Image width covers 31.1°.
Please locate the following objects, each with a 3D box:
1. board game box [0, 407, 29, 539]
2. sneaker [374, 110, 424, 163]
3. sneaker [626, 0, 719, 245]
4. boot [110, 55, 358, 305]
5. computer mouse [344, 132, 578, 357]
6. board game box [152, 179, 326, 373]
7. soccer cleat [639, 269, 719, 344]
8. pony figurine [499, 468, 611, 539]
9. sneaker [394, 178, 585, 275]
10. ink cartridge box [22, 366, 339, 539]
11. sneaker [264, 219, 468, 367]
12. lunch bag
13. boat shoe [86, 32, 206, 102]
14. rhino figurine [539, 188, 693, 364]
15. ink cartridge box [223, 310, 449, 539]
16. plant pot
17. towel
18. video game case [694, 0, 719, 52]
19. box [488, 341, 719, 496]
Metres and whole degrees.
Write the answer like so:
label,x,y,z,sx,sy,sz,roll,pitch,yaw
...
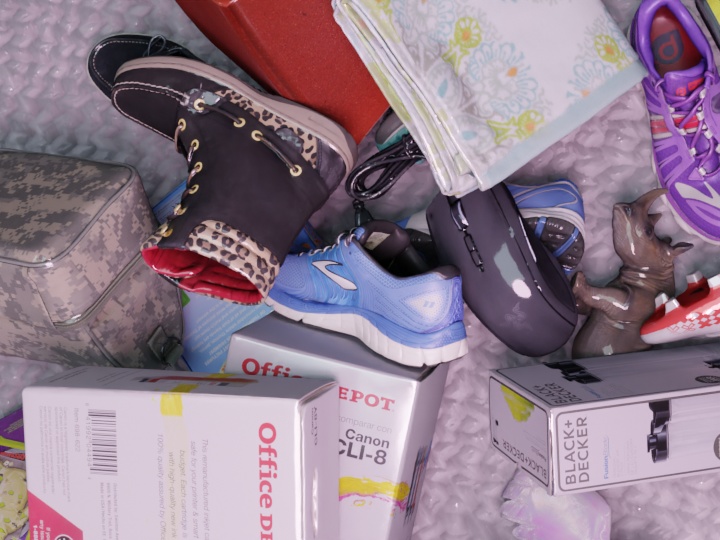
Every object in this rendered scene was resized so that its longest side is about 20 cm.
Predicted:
label,x,y,z,sx,sy,sz,roll,pitch,yaw
board game box,-0.276,0.178,1.117,0.199,0.032,0.120,-27,74,13
sneaker,0.083,-0.169,1.031,0.200,0.078,0.091,-40,62,4
sneaker,0.244,-0.114,0.965,0.080,0.083,0.201,-23,80,13
boot,-0.118,-0.068,0.950,0.199,0.073,0.151,22,61,8
computer mouse,0.063,-0.014,0.949,0.140,0.046,0.201,-28,86,30
board game box,-0.097,0.013,1.076,0.151,0.037,0.200,-37,76,10
soccer cleat,0.300,0.025,0.928,0.199,0.069,0.086,-22,93,-1
pony figurine,0.149,0.242,0.923,0.192,0.200,0.167,17,97,32
sneaker,0.086,-0.023,1.017,0.199,0.077,0.076,-7,127,27
ink cartridge box,-0.117,0.145,0.870,0.199,0.083,0.146,2,96,18
sneaker,0.000,0.000,0.952,0.199,0.078,0.090,18,109,36
lunch bag,-0.249,0.006,1.041,0.199,0.168,0.139,8,43,31
boat shoe,-0.164,-0.158,1.084,0.200,0.062,0.075,30,88,33
rhino figurine,0.191,0.031,0.976,0.087,0.060,0.201,22,91,-7
ink cartridge box,-0.029,0.143,0.966,0.145,0.145,0.201,13,98,11
plant pot,-0.051,-0.244,0.987,0.200,0.176,0.200,-50,57,6
towel,0.094,-0.163,0.914,0.200,0.048,0.172,-34,93,-28
video game case,0.376,-0.160,0.961,0.180,0.025,0.201,-27,79,12
box,0.200,0.098,0.894,0.199,0.117,0.060,-6,100,-13
